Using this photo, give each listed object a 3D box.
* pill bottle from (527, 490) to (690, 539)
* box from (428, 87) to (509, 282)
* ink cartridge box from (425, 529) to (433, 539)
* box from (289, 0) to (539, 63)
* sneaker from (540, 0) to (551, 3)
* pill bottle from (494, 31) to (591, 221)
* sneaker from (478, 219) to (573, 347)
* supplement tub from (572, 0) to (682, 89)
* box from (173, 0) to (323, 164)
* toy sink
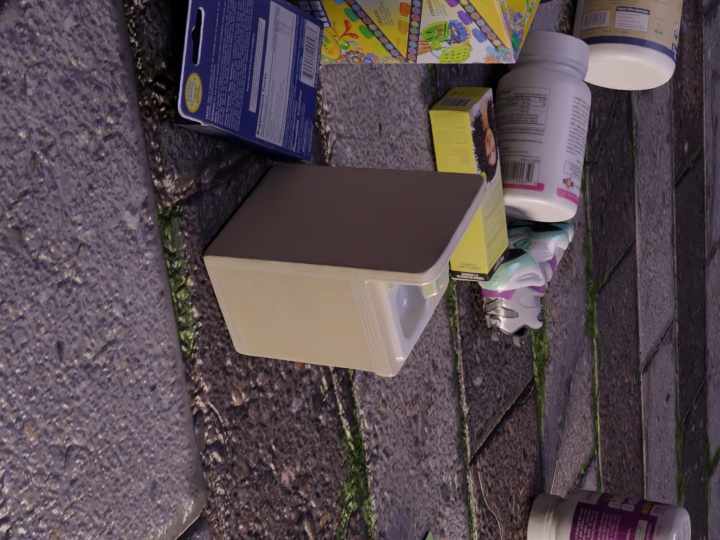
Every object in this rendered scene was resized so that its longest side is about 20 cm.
[{"bbox_3d":[0.328,0.353,1.728,0.112,0.198,0.114,-20,113,-61],"label":"pill bottle"},{"bbox_3d":[0.121,-0.093,1.428,0.075,0.050,0.202,-48,136,-50],"label":"box"},{"bbox_3d":[0.069,0.406,1.410,0.200,0.047,0.147,-52,138,-44],"label":"ink cartridge box"},{"bbox_3d":[0.059,-0.290,1.114,0.201,0.190,0.123,-66,147,-32],"label":"box"},{"bbox_3d":[0.213,-0.408,1.529,0.106,0.074,0.202,-46,135,-54],"label":"sneaker"},{"bbox_3d":[0.208,-0.167,1.519,0.113,0.112,0.203,24,73,-62],"label":"pill bottle"},{"bbox_3d":[0.200,0.023,1.586,0.199,0.077,0.142,-29,121,-48],"label":"sneaker"},{"bbox_3d":[0.363,-0.360,1.760,0.144,0.143,0.203,24,74,-62],"label":"supplement tub"},{"bbox_3d":[-0.091,-0.160,1.012,0.200,0.032,0.123,13,82,-65],"label":"box"},{"bbox_3d":[0.000,0.000,1.037,0.131,0.198,0.113,-57,142,-44],"label":"toy sink"}]
